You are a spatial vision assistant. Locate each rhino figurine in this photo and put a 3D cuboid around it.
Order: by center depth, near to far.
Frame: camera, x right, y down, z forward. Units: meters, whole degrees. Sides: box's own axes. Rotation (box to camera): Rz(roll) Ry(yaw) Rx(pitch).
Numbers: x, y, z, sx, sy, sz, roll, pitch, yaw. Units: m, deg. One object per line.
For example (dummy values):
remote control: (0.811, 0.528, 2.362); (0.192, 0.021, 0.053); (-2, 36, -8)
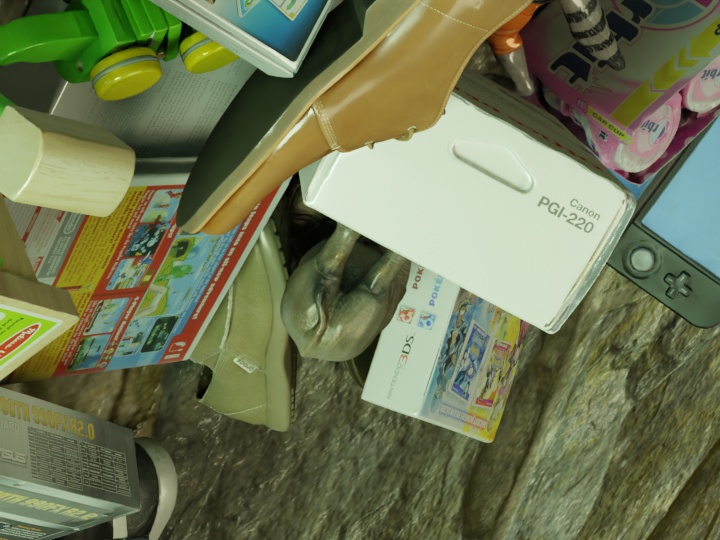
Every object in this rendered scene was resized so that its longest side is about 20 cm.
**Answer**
rhino figurine: (0.000, 0.000, 0.903); (0.087, 0.060, 0.200); (-61, 177, 11)

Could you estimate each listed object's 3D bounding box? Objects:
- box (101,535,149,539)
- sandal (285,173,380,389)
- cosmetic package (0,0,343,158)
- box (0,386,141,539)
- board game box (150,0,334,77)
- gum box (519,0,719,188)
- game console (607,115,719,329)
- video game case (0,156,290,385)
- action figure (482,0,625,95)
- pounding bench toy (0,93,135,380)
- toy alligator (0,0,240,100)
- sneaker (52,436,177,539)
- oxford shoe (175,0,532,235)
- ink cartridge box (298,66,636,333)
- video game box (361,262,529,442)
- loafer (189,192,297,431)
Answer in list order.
box: (-0.214, 0.243, 0.883); (0.182, 0.104, 0.200); (-2, 145, -22)
sandal: (-0.010, 0.002, 1.027); (0.082, 0.055, 0.200); (-47, 135, -13)
cosmetic package: (-0.114, -0.076, 0.804); (0.151, 0.052, 0.200); (9, 118, -50)
box: (-0.230, 0.103, 0.786); (0.158, 0.048, 0.200); (-20, 156, 22)
board game box: (-0.037, -0.198, 0.657); (0.126, 0.035, 0.200); (30, 84, -26)
gum box: (0.202, -0.158, 1.046); (0.200, 0.113, 0.066); (-41, 148, -11)
game console: (0.258, -0.071, 1.218); (0.200, 0.176, 0.116); (-55, 177, 11)
video game case: (-0.140, 0.002, 0.787); (0.200, 0.017, 0.143); (-5, 138, -44)
action figure: (0.126, -0.203, 0.918); (0.200, 0.105, 0.193); (-42, 158, -6)
pounding bench toy: (-0.189, -0.042, 0.611); (0.200, 0.156, 0.124); (-35, 154, 19)
toy alligator: (-0.071, -0.118, 0.710); (0.200, 0.059, 0.054); (-21, 173, -22)
sneaker: (-0.193, 0.197, 0.999); (0.112, 0.073, 0.200); (-7, 122, -44)
oxford shoe: (-0.005, -0.073, 0.695); (0.071, 0.071, 0.200); (36, 119, -27)
ink cartridge box: (0.045, -0.060, 0.834); (0.085, 0.146, 0.200); (-60, -169, 11)
video game box: (0.075, 0.016, 1.057); (0.200, 0.047, 0.182); (32, 74, -69)
loafer: (-0.072, 0.023, 0.934); (0.067, 0.076, 0.200); (-2, 131, -1)
